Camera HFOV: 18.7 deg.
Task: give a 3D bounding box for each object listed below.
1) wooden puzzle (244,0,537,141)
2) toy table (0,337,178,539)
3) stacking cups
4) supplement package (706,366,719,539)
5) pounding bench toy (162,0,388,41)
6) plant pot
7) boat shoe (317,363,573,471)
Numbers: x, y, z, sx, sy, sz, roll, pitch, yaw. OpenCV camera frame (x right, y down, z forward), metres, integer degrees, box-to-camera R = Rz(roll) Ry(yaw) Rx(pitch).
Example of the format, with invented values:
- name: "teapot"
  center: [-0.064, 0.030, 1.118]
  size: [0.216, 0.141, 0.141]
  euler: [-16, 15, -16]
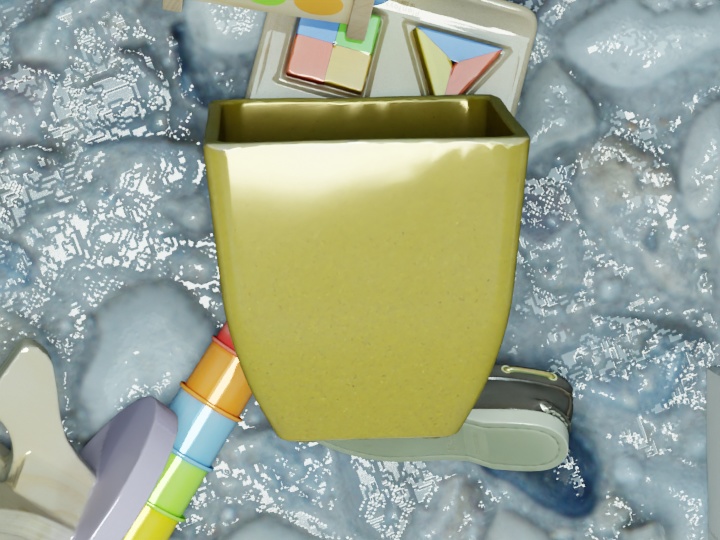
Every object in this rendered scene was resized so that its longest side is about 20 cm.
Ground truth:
- name: "wooden puzzle"
  center: [0.012, -0.104, 1.495]
  size: [0.184, 0.046, 0.201]
  euler: [14, 94, -4]
- name: "toy table"
  center: [-0.227, 0.145, 1.449]
  size: [0.117, 0.184, 0.200]
  euler: [35, 84, -21]
- name: "stacking cups"
  center: [-0.118, 0.105, 1.501]
  size: [0.060, 0.061, 0.201]
  euler: [29, 90, -4]
- name: "supplement package"
  center: [0.305, 0.168, 1.494]
  size: [0.117, 0.117, 0.201]
  euler: [-2, 95, -2]
- name: "pounding bench toy"
  center: [-0.039, -0.275, 1.437]
  size: [0.155, 0.124, 0.201]
  euler: [8, 70, -4]
- name: "plant pot"
  center: [0.000, 0.000, 1.391]
  size: [0.195, 0.194, 0.201]
  euler: [-1, 102, -3]
- name: "boat shoe"
  center: [0.046, 0.092, 1.506]
  size: [0.200, 0.072, 0.061]
  euler: [7, 49, 7]
